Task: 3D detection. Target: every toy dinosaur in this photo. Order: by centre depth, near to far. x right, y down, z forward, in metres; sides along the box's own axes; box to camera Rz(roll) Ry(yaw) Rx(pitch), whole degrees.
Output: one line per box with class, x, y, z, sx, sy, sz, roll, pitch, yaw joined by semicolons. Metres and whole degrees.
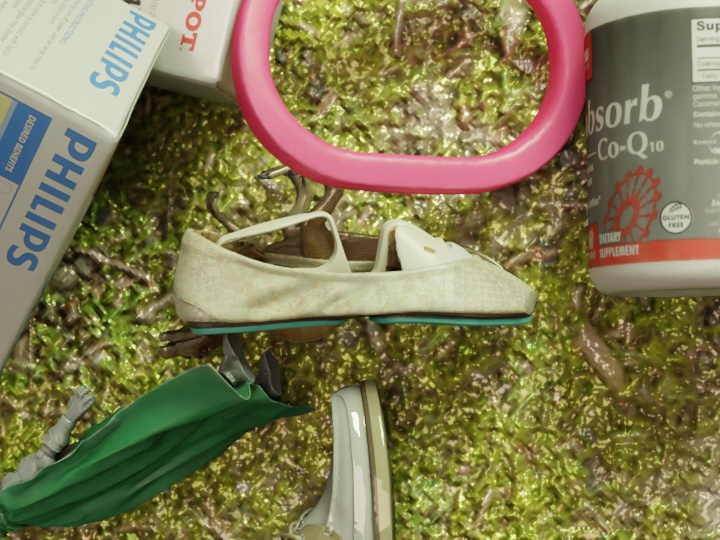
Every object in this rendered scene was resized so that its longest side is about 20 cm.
toy dinosaur;-0.027;-0.011;0.778;0.199;0.058;0.102;-18;101;-5

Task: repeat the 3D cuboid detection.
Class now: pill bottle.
pill bottle;0.175;-0.089;0.708;0.115;0.116;0.201;-2;86;9

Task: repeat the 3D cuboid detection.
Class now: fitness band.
fitness band;0.029;-0.114;0.739;0.199;0.037;0.145;1;88;-15

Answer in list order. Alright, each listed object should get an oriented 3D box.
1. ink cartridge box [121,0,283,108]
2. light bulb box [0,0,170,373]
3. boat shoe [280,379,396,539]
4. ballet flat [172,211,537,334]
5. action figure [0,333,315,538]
ink cartridge box;-0.145;-0.190;0.782;0.199;0.084;0.147;14;90;10
light bulb box;-0.235;-0.073;0.703;0.199;0.125;0.199;27;124;-11
boat shoe;-0.014;0.162;0.745;0.068;0.075;0.201;-1;87;4
ballet flat;0.000;0.000;0.721;0.199;0.067;0.063;-2;97;-9
action figure;-0.138;0.101;0.767;0.199;0.118;0.055;-29;59;15
